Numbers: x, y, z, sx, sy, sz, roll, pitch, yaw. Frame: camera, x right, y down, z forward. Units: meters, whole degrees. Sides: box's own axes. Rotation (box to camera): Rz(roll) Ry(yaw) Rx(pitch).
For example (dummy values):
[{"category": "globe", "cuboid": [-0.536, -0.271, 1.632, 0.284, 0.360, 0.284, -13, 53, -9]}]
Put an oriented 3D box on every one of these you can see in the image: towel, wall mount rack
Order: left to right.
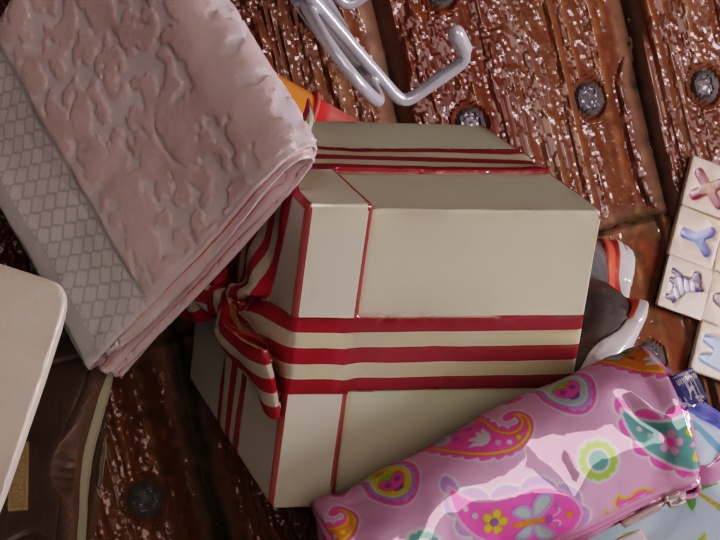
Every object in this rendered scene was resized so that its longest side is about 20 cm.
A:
[{"category": "towel", "cuboid": [-0.125, -0.077, 0.941, 0.032, 0.191, 0.200, -3, 55, -51]}, {"category": "wall mount rack", "cuboid": [-0.018, -0.184, 0.996, 0.074, 0.200, 0.174, -35, 129, 8]}]

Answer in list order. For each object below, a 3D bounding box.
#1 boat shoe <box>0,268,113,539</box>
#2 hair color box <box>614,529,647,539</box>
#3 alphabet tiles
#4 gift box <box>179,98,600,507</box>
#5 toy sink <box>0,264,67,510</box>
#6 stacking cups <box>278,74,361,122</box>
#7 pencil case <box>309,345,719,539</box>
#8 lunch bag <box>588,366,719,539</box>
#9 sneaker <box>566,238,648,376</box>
[{"category": "boat shoe", "cuboid": [-0.171, 0.098, 1.000, 0.074, 0.075, 0.203, 3, 64, 5]}, {"category": "hair color box", "cuboid": [0.067, 0.218, 0.881, 0.199, 0.064, 0.111, -24, 75, -8]}, {"category": "alphabet tiles", "cuboid": [0.287, 0.005, 1.198, 0.199, 0.006, 0.167, 19, 79, -17]}, {"category": "gift box", "cuboid": [0.000, 0.000, 0.991, 0.186, 0.184, 0.201, -1, 106, -21]}, {"category": "toy sink", "cuboid": [-0.249, 0.048, 0.926, 0.199, 0.112, 0.131, 16, 80, 3]}, {"category": "stacking cups", "cuboid": [-0.088, -0.106, 1.055, 0.199, 0.060, 0.061, 29, 77, -20]}, {"category": "pencil case", "cuboid": [0.076, 0.111, 0.915, 0.199, 0.087, 0.088, -24, 94, -9]}, {"category": "lunch bag", "cuboid": [0.142, 0.170, 1.040, 0.127, 0.200, 0.170, 37, 71, 16]}, {"category": "sneaker", "cuboid": [0.110, 0.024, 1.054, 0.082, 0.200, 0.077, 25, 106, -3]}]
